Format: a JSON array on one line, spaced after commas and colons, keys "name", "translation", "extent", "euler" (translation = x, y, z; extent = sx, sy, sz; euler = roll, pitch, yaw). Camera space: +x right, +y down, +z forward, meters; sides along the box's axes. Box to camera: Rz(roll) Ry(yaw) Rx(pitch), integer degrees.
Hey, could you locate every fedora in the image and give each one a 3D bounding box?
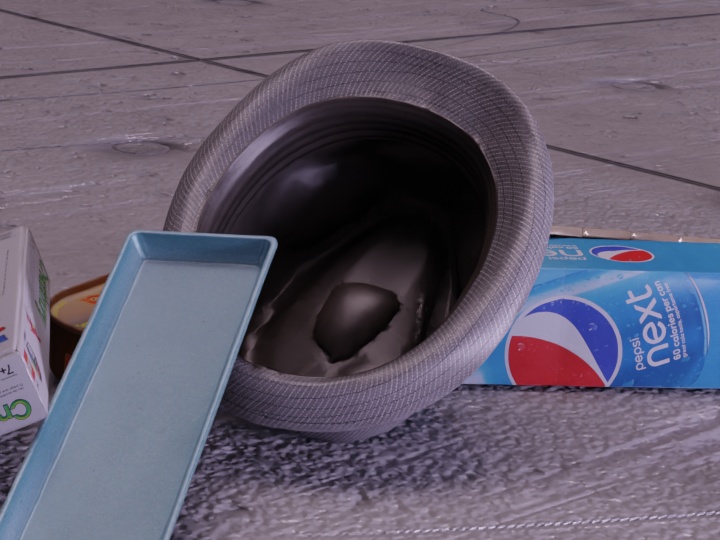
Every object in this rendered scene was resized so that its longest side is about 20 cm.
[{"name": "fedora", "translation": [0.000, 0.000, 0.935], "extent": [0.176, 0.090, 0.200], "euler": [13, 61, 16]}]

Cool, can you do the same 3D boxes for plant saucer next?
[{"name": "plant saucer", "translation": [-0.088, 0.053, 0.817], "extent": [0.070, 0.019, 0.200], "euler": [3, 39, 12]}]

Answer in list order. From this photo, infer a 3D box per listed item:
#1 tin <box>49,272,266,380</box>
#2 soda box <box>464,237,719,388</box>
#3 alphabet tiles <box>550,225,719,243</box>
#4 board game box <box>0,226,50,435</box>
[{"name": "tin", "translation": [-0.081, 0.025, 1.038], "extent": [0.112, 0.042, 0.200], "euler": [15, 19, 25]}, {"name": "soda box", "translation": [0.096, 0.021, 1.038], "extent": [0.199, 0.064, 0.068], "euler": [1, 15, -7]}, {"name": "alphabet tiles", "translation": [0.075, -0.017, 1.137], "extent": [0.199, 0.008, 0.167], "euler": [3, -4, -32]}, {"name": "board game box", "translation": [-0.199, 0.040, 0.877], "extent": [0.126, 0.035, 0.200], "euler": [-21, 18, -2]}]
